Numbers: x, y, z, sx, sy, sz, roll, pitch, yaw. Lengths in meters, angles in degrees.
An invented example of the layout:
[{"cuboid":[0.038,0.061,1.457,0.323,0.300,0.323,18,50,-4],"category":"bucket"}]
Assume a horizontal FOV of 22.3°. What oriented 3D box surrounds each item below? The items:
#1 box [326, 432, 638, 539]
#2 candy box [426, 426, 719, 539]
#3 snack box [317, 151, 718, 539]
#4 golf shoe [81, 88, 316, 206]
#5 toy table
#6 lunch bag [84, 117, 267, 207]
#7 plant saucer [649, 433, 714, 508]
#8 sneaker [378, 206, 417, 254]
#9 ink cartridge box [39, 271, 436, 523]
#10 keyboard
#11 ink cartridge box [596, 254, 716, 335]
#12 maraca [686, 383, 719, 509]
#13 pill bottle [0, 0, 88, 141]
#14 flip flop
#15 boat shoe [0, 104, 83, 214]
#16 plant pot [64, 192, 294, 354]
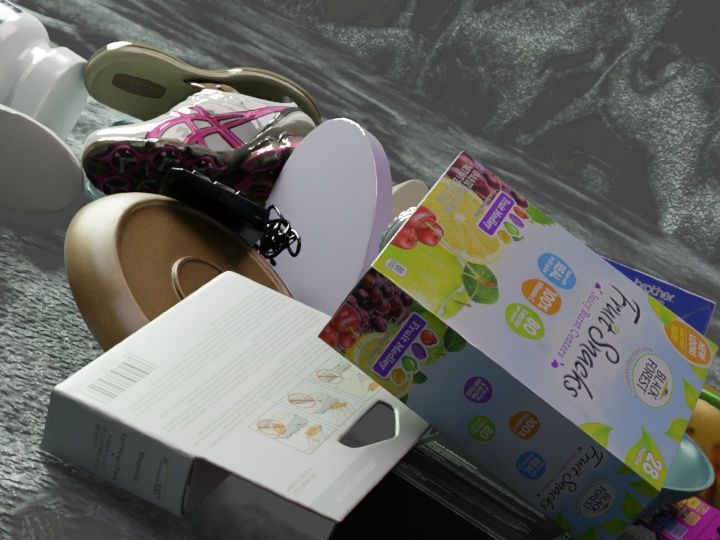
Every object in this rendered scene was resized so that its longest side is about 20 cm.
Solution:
[{"cuboid":[0.096,0.177,1.026,0.199,0.079,0.141,32,16,20],"category":"box"},{"cuboid":[0.149,0.156,1.267,0.199,0.061,0.136,32,15,17],"category":"candy box"},{"cuboid":[0.097,0.042,1.054,0.200,0.068,0.169,38,34,0],"category":"snack box"},{"cuboid":[-0.126,-0.096,1.407,0.198,0.073,0.093,-2,50,-30],"category":"golf shoe"},{"cuboid":[0.000,0.000,1.362,0.183,0.202,0.117,-4,-26,46],"category":"toy table"},{"cuboid":[-0.126,-0.054,1.500,0.199,0.078,0.160,28,17,7],"category":"lunch bag"},{"cuboid":[0.142,0.106,1.232,0.199,0.036,0.200,24,15,-7],"category":"plant saucer"},{"cuboid":[0.104,0.037,1.207,0.199,0.076,0.114,25,25,-25],"category":"sneaker"},{"cuboid":[-0.051,0.079,1.018,0.172,0.044,0.200,24,27,16],"category":"ink cartridge box"},{"cuboid":[-0.090,-0.044,1.290,0.104,0.040,0.200,31,-8,-6],"category":"keyboard"},{"cuboid":[0.194,0.042,1.381,0.093,0.045,0.200,23,-12,-1],"category":"ink cartridge box"},{"cuboid":[0.251,0.152,1.366,0.199,0.137,0.107,34,40,-2],"category":"maraca"},{"cuboid":[-0.323,-0.174,1.473,0.199,0.116,0.116,30,12,11],"category":"pill bottle"},{"cuboid":[-0.127,-0.130,1.473,0.199,0.081,0.058,16,36,-26],"category":"flip flop"},{"cuboid":[-0.299,-0.101,1.360,0.198,0.073,0.069,17,13,-6],"category":"boat shoe"},{"cuboid":[-0.100,0.023,1.170,0.199,0.027,0.201,35,30,-23],"category":"plant pot"}]
